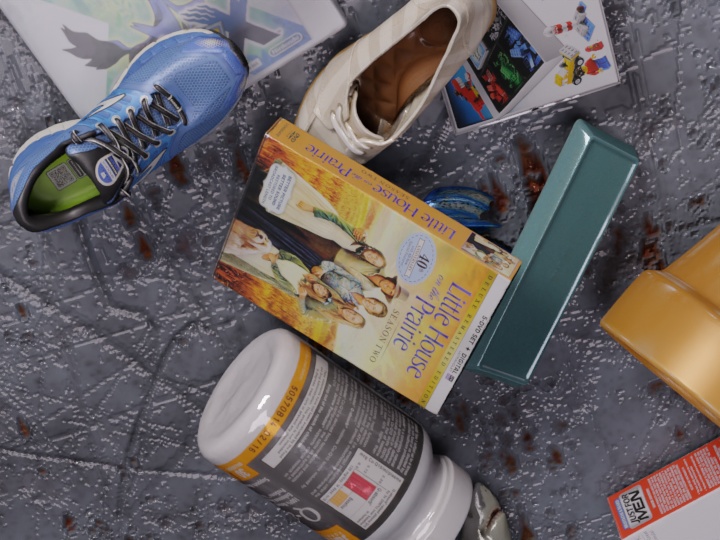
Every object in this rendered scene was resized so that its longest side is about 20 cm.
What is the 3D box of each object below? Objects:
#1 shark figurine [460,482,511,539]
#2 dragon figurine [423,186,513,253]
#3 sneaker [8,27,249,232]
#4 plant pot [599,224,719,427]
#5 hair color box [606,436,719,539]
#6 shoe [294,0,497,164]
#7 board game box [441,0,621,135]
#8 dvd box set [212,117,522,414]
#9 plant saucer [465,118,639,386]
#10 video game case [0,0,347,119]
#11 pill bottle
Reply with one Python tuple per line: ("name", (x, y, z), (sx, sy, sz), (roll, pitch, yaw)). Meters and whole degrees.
("shark figurine", (0.076, 0.294, 1.266), (0.089, 0.216, 0.128), (6, 158, 34))
("dragon figurine", (0.074, -0.023, 1.132), (0.197, 0.059, 0.100), (-5, 117, 0))
("sneaker", (-0.157, -0.086, 1.044), (0.199, 0.089, 0.079), (-36, 115, 12))
("plant pot", (0.308, 0.031, 1.114), (0.200, 0.200, 0.184), (38, 93, -20))
("hair color box", (0.317, 0.194, 1.254), (0.199, 0.064, 0.111), (-30, 115, 12))
("shoe", (0.014, -0.129, 1.056), (0.070, 0.054, 0.200), (41, 125, -9))
("board game box", (0.096, -0.206, 1.057), (0.125, 0.035, 0.202), (-16, 116, 5))
("dvd box set", (0.000, 0.000, 1.094), (0.199, 0.029, 0.147), (32, 131, 6))
("plant saucer", (0.141, -0.008, 1.126), (0.069, 0.019, 0.202), (20, 100, -38))
("video game case", (-0.138, -0.194, 1.054), (0.199, 0.022, 0.183), (-30, 114, 11))
("pill bottle", (-0.017, 0.143, 1.176), (0.199, 0.117, 0.117), (37, 109, -19))
